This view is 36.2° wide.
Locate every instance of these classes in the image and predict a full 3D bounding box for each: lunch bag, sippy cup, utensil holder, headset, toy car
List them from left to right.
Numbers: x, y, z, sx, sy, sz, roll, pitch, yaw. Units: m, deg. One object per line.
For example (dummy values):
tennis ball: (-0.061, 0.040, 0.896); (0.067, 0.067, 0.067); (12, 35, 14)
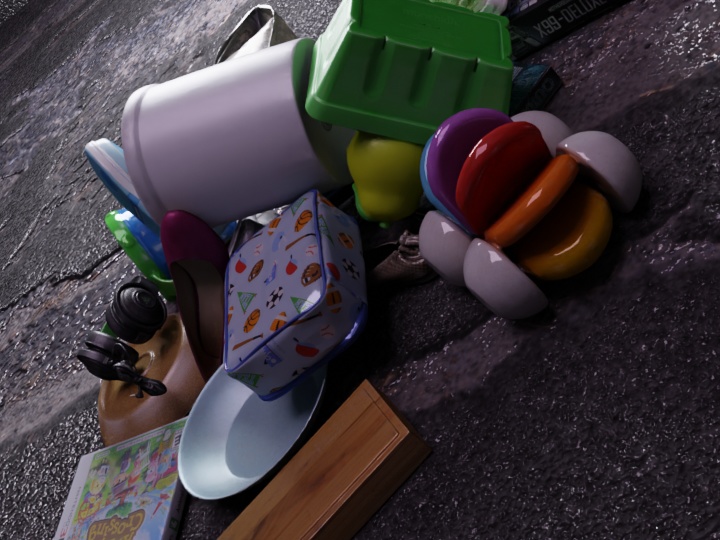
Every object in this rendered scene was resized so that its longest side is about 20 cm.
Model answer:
headset: (-0.264, 0.083, 1.274); (0.124, 0.094, 0.200); (-56, 18, 9)
sippy cup: (-0.230, -0.052, 1.391); (0.130, 0.178, 0.140); (-39, -10, -5)
utensil holder: (-0.121, -0.139, 1.162); (0.199, 0.170, 0.170); (-13, 43, 21)
lunch bag: (-0.095, -0.215, 1.359); (0.117, 0.164, 0.200); (-30, 35, 24)
lunch bag: (-0.070, 0.022, 1.080); (0.160, 0.075, 0.200); (-40, 31, 24)
toy car: (0.123, -0.071, 0.946); (0.175, 0.150, 0.200); (-49, 31, -2)

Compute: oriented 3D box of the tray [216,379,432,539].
tray: (-0.036, 0.196, 0.955); (0.200, 0.037, 0.099); (-48, 31, 1)

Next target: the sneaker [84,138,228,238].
sneaker: (-0.222, -0.114, 1.314); (0.131, 0.200, 0.080); (-47, -8, -17)

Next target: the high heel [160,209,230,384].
high heel: (-0.169, 0.030, 1.164); (0.067, 0.200, 0.096); (-7, 46, 15)

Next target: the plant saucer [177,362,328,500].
plant saucer: (-0.097, 0.143, 1.087); (0.201, 0.039, 0.201); (-31, 35, 25)

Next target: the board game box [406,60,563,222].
board game box: (0.107, -0.137, 1.155); (0.200, 0.028, 0.135); (-52, 32, -7)

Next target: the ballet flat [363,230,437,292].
ballet flat: (0.000, 0.000, 1.117); (0.199, 0.046, 0.068); (-17, 42, 41)

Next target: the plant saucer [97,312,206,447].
plant saucer: (-0.248, 0.122, 1.298); (0.200, 0.035, 0.201); (-31, 36, 25)

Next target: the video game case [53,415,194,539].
video game case: (-0.256, 0.257, 1.165); (0.199, 0.022, 0.183); (-23, 41, 34)

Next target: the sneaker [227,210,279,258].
sneaker: (-0.106, -0.028, 1.268); (0.200, 0.082, 0.075); (-107, 38, -73)

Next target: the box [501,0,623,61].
box: (0.236, -0.332, 1.192); (0.200, 0.050, 0.158); (-25, 38, 34)

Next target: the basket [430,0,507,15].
basket: (0.068, -0.301, 1.239); (0.200, 0.123, 0.136); (-42, 26, 48)

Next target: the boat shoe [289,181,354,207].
boat shoe: (0.012, -0.119, 1.220); (0.200, 0.069, 0.084); (-40, 45, 3)

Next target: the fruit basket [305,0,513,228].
fruit basket: (0.044, -0.154, 1.084); (0.215, 0.216, 0.156); (-29, 36, 28)
